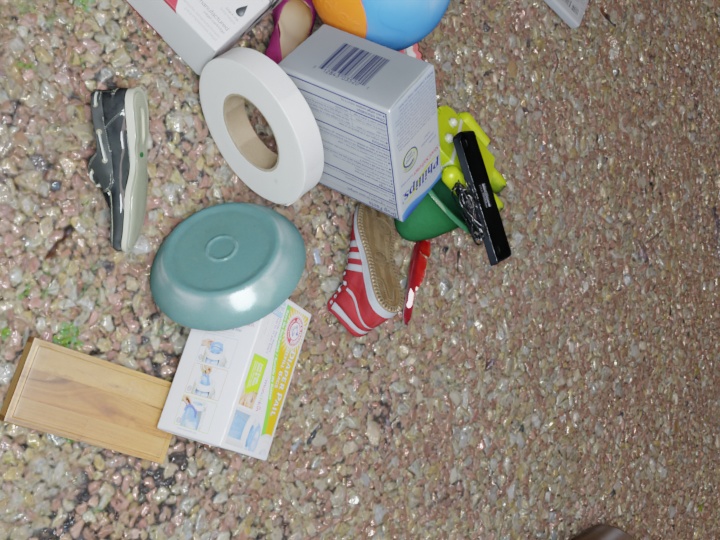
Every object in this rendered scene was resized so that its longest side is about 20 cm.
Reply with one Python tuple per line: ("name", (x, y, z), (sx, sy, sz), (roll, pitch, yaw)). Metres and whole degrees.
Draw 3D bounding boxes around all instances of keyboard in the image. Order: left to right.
("keyboard", (0.166, -0.105, 1.237), (0.104, 0.039, 0.202), (-20, 93, -60))

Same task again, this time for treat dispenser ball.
("treat dispenser ball", (0.029, -0.398, 1.133), (0.199, 0.200, 0.203), (2, 87, -34))

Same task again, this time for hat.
("hat", (0.064, -0.069, 1.287), (0.165, 0.176, 0.201), (35, 26, -38))

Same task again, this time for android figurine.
("android figurine", (0.159, -0.180, 1.316), (0.200, 0.041, 0.183), (46, 38, -22))

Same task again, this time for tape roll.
("tape roll", (-0.126, -0.179, 1.056), (0.037, 0.202, 0.204), (-38, 109, -29))

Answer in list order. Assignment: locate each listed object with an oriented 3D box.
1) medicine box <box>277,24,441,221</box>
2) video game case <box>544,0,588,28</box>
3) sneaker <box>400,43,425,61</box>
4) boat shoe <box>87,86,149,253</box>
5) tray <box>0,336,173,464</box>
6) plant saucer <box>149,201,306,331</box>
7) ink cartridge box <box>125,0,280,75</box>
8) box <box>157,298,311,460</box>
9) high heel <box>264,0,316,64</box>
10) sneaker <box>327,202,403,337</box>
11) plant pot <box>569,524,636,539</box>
("medicine box", (0.003, -0.193, 1.109), (0.103, 0.181, 0.201), (-48, 150, -26))
("video game case", (0.353, -0.569, 1.510), (0.199, 0.022, 0.184), (33, 71, -28))
("sneaker", (0.042, -0.337, 1.257), (0.086, 0.074, 0.202), (-15, 87, -7))
("boat shoe", (-0.298, -0.122, 1.028), (0.067, 0.072, 0.202), (1, 95, 2))
("tray", (-0.316, 0.159, 1.009), (0.199, 0.037, 0.099), (24, 74, -30))
("plant saucer", (-0.167, -0.018, 1.031), (0.200, 0.199, 0.036), (-47, 150, -26))
("ink cartridge box", (-0.184, -0.378, 1.081), (0.147, 0.083, 0.200), (44, 64, -12))
("box", (-0.155, 0.122, 1.059), (0.112, 0.101, 0.202), (39, 64, -58))
("high heel", (-0.086, -0.329, 1.151), (0.067, 0.096, 0.202), (27, 73, -30))
("sneaker", (0.000, 0.000, 1.224), (0.071, 0.112, 0.201), (17, 49, -30))
("plant pot", (0.374, 0.531, 1.380), (0.197, 0.199, 0.202), (-19, 98, -40))
